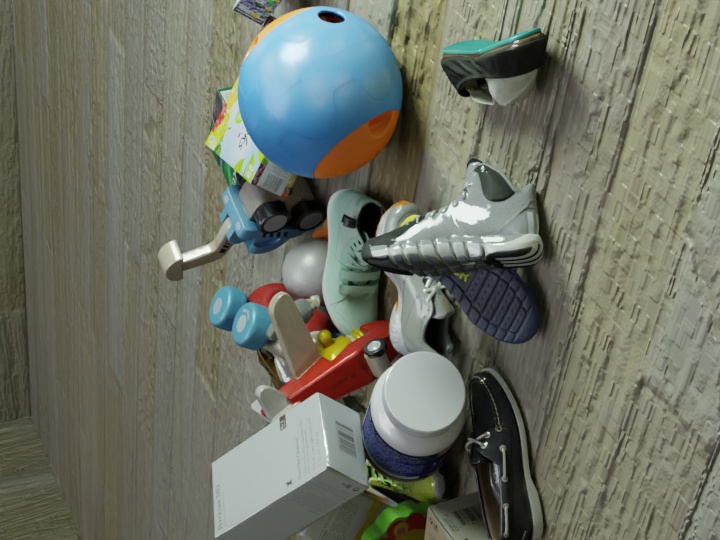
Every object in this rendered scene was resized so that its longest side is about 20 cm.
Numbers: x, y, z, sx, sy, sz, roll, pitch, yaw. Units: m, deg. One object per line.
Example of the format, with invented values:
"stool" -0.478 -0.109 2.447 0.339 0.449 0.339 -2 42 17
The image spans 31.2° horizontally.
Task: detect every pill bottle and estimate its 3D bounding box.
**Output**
"pill bottle" 0.064 0.173 1.524 0.200 0.114 0.117 102 149 -67

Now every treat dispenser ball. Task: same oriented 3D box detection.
"treat dispenser ball" -0.048 -0.212 1.540 0.201 0.198 0.204 37 133 54

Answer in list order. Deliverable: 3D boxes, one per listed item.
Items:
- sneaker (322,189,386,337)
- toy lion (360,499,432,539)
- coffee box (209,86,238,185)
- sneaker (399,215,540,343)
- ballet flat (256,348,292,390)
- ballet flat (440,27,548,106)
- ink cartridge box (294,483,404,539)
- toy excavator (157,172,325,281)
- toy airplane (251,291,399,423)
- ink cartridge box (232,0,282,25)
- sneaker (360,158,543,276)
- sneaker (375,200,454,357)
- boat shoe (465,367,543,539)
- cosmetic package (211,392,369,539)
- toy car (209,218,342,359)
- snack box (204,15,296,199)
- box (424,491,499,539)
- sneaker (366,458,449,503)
"sneaker" 0.000 0.000 1.672 0.118 0.073 0.204 -161 65 -68
"toy lion" 0.060 0.394 1.639 0.200 0.192 0.069 45 173 -34
"coffee box" -0.181 -0.178 2.014 0.201 0.043 0.124 61 150 33
"sneaker" 0.129 0.006 1.425 0.200 0.082 0.074 42 107 29
"ballet flat" -0.115 0.142 1.983 0.200 0.067 0.073 44 160 58
"ballet flat" 0.143 -0.205 1.312 0.200 0.067 0.069 -159 50 -72
"ink cartridge box" -0.015 0.316 1.693 0.084 0.199 0.145 -60 32 0
"toy excavator" -0.174 -0.058 1.855 0.201 0.192 0.101 -53 54 40
"toy airplane" -0.055 0.132 1.667 0.202 0.197 0.141 -68 25 19
"ink cartridge box" -0.099 -0.411 1.681 0.200 0.050 0.110 -27 41 63
"sneaker" 0.098 -0.059 1.371 0.075 0.197 0.117 39 -129 -66
"sneaker" 0.077 0.015 1.541 0.092 0.075 0.203 20 126 52
"boat shoe" 0.152 0.214 1.467 0.074 0.060 0.203 -18 84 66
"cosmetic package" -0.090 0.252 1.584 0.199 0.081 0.114 -36 44 26
"toy car" -0.080 0.022 1.803 0.176 0.183 0.203 27 96 60
"snack box" -0.111 -0.221 1.726 0.169 0.067 0.202 41 107 53
"box" 0.127 0.373 1.553 0.078 0.094 0.203 47 140 48
"sneaker" 0.050 0.266 1.685 0.199 0.075 0.077 4 104 64
